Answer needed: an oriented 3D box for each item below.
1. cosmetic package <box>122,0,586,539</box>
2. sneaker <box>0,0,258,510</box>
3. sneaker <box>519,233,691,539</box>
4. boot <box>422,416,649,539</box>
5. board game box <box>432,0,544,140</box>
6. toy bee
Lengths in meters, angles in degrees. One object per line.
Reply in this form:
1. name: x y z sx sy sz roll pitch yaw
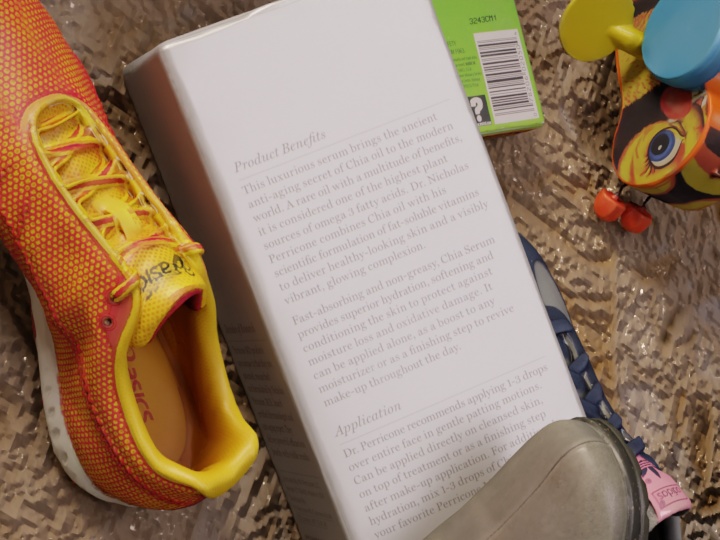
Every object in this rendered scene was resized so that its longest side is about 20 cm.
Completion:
1. cosmetic package: 0.000 0.000 0.792 0.101 0.071 0.200 -22 95 -17
2. sneaker: -0.086 -0.015 0.729 0.073 0.077 0.200 -37 108 -42
3. sneaker: 0.092 0.073 0.868 0.070 0.082 0.200 -20 92 -42
4. boot: -0.003 0.123 0.716 0.131 0.200 0.068 20 24 -40
5. board game box: 0.013 -0.148 0.892 0.096 0.030 0.200 -12 89 -43
6. toy bee: 0.135 -0.074 0.946 0.131 0.109 0.200 37 32 -20
